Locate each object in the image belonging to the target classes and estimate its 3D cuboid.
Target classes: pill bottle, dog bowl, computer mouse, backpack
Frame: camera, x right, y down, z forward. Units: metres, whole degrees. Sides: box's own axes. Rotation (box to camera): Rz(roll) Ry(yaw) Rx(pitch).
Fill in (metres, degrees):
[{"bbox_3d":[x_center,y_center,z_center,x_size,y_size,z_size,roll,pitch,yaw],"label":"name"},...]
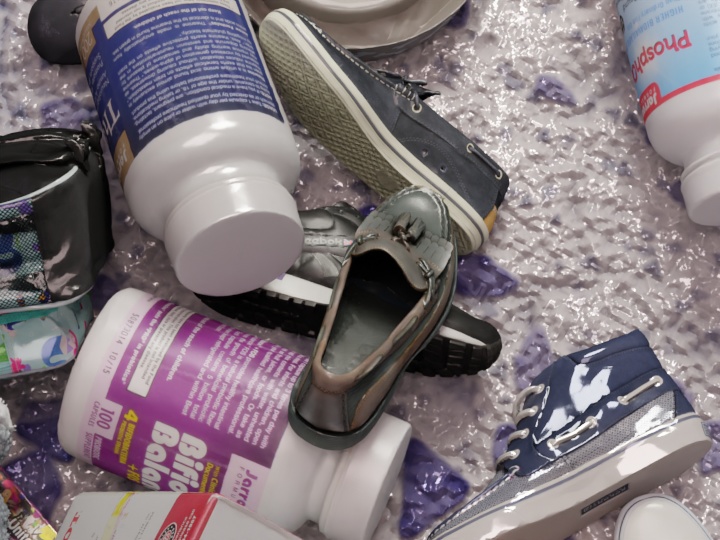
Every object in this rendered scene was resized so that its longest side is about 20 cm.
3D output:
[{"bbox_3d":[-0.102,-0.087,1.726,0.111,0.111,0.200,-18,56,-5],"label":"pill bottle"},{"bbox_3d":[0.226,-0.136,1.775,0.108,0.109,0.201,-11,72,-3],"label":"pill bottle"},{"bbox_3d":[-0.006,-0.228,1.832,0.199,0.059,0.201,0,73,1],"label":"dog bowl"},{"bbox_3d":[-0.075,0.096,1.703,0.199,0.112,0.113,21,74,8],"label":"pill bottle"},{"bbox_3d":[-0.132,-0.185,1.793,0.199,0.034,0.059,-25,84,20],"label":"computer mouse"},{"bbox_3d":[-0.255,-0.009,1.704,0.199,0.178,0.151,-4,103,1],"label":"backpack"}]

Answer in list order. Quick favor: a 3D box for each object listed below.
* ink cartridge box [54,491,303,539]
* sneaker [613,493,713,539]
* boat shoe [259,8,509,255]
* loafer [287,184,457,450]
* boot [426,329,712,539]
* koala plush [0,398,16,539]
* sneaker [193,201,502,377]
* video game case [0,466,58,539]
[{"bbox_3d":[-0.100,0.221,1.600,0.144,0.200,0.146,32,73,-23],"label":"ink cartridge box"},{"bbox_3d":[0.203,0.226,1.680,0.073,0.071,0.201,-16,73,-4],"label":"sneaker"},{"bbox_3d":[0.016,-0.097,1.768,0.200,0.075,0.062,43,67,-9],"label":"boat shoe"},{"bbox_3d":[0.014,0.017,1.669,0.072,0.063,0.200,18,51,8],"label":"loafer"},{"bbox_3d":[0.111,0.116,1.724,0.199,0.073,0.091,-25,67,-15],"label":"boot"},{"bbox_3d":[-0.297,0.154,1.622,0.199,0.184,0.178,3,83,-8],"label":"koala plush"},{"bbox_3d":[0.000,0.000,1.755,0.199,0.076,0.088,17,68,6],"label":"sneaker"},{"bbox_3d":[-0.271,0.201,1.712,0.181,0.036,0.200,-41,77,-10],"label":"video game case"}]
